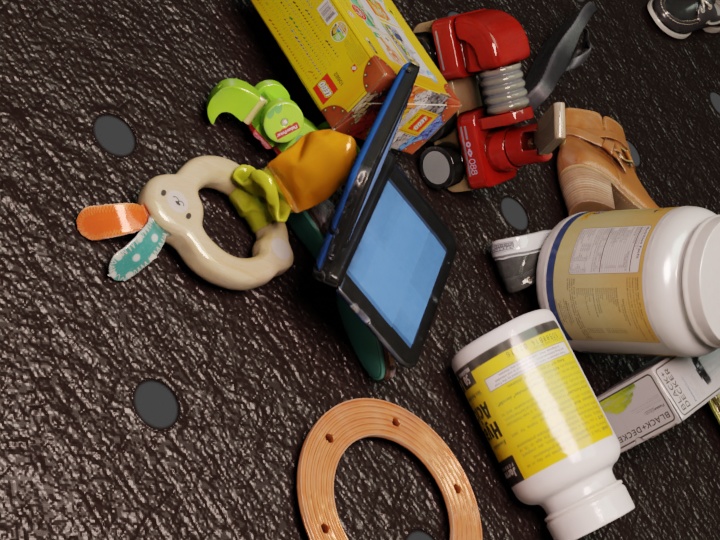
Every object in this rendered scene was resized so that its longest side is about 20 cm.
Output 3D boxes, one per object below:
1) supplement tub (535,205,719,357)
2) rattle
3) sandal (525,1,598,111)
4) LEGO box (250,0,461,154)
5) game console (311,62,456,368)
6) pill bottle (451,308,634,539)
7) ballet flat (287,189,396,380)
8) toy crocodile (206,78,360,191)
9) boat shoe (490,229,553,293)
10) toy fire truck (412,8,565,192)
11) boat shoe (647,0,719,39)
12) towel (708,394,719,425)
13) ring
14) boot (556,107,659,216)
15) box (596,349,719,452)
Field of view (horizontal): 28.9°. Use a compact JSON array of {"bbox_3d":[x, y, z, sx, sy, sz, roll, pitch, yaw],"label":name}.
[{"bbox_3d":[0.288,0.011,1.379,0.143,0.199,0.147,1,89,-42],"label":"supplement tub"},{"bbox_3d":[-0.115,-0.057,1.164,0.198,0.142,0.132,8,74,-45],"label":"rattle"},{"bbox_3d":[0.236,-0.245,1.658,0.043,0.076,0.201,40,53,-11],"label":"sandal"},{"bbox_3d":[-0.010,-0.223,1.359,0.148,0.077,0.201,9,44,-57],"label":"LEGO box"},{"bbox_3d":[0.043,-0.051,1.222,0.117,0.172,0.201,23,40,0],"label":"game console"},{"bbox_3d":[0.174,0.148,1.301,0.111,0.111,0.202,-14,72,-46],"label":"pill bottle"},{"bbox_3d":[0.000,0.000,1.270,0.072,0.072,0.202,-16,73,-46],"label":"ballet flat"},{"bbox_3d":[-0.056,-0.122,1.317,0.199,0.062,0.068,30,14,-31],"label":"toy crocodile"},{"bbox_3d":[0.211,-0.015,1.489,0.198,0.068,0.057,-10,87,-43],"label":"boat shoe"},{"bbox_3d":[0.141,-0.174,1.397,0.128,0.198,0.179,-22,103,-49],"label":"toy fire truck"},{"bbox_3d":[0.477,-0.370,1.966,0.198,0.060,0.075,-7,69,-44],"label":"boat shoe"},{"bbox_3d":[0.441,0.121,1.616,0.199,0.023,0.145,-13,72,-52],"label":"towel"},{"bbox_3d":[0.025,0.206,1.197,0.199,0.019,0.203,24,49,-30],"label":"ring"},{"bbox_3d":[0.310,-0.100,1.626,0.199,0.074,0.156,27,43,-30],"label":"boot"},{"bbox_3d":[0.322,0.119,1.452,0.199,0.116,0.061,-24,80,-47],"label":"box"}]
